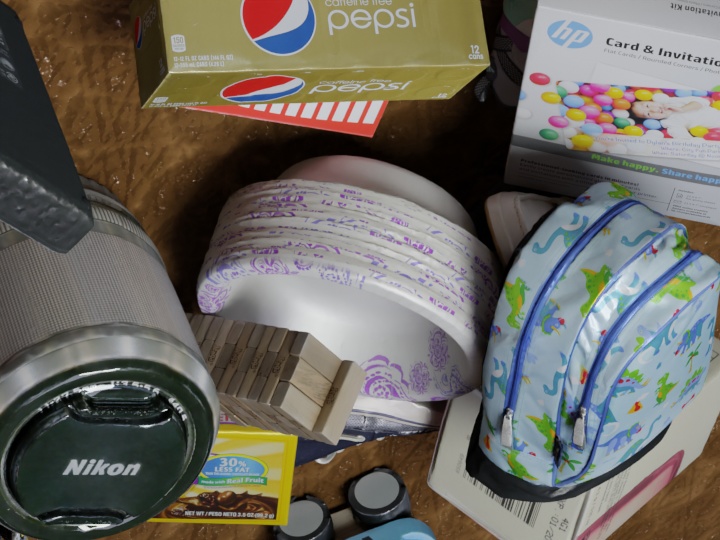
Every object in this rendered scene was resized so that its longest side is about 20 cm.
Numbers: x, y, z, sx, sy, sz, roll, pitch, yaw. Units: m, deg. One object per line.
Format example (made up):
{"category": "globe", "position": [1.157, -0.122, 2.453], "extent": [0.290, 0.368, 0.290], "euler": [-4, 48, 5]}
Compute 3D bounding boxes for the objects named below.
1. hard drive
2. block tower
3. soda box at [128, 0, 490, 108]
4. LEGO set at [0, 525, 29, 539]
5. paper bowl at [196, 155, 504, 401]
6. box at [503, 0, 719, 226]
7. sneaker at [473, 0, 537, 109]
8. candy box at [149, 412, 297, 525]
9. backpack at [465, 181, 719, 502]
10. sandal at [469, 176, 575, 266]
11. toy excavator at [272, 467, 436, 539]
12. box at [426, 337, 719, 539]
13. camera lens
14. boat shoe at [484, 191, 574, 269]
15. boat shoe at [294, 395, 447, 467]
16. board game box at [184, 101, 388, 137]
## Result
{"category": "hard drive", "position": [-0.221, -0.108, 1.050], "extent": [0.033, 0.201, 0.139], "euler": [-43, 133, 14]}
{"category": "block tower", "position": [-0.092, 0.066, 1.280], "extent": [0.058, 0.199, 0.054], "euler": [42, 65, -43]}
{"category": "soda box", "position": [-0.029, -0.136, 1.130], "extent": [0.198, 0.065, 0.068], "euler": [-5, 169, -22]}
{"category": "LEGO set", "position": [-0.278, 0.138, 1.254], "extent": [0.115, 0.200, 0.155], "euler": [-19, 119, -32]}
{"category": "paper bowl", "position": [0.000, 0.000, 1.277], "extent": [0.199, 0.105, 0.201], "euler": [14, 155, 7]}
{"category": "box", "position": [0.175, -0.105, 1.198], "extent": [0.155, 0.041, 0.200], "euler": [12, 151, 3]}
{"category": "sneaker", "position": [0.166, -0.135, 1.308], "extent": [0.198, 0.078, 0.140], "euler": [5, 131, -24]}
{"category": "candy box", "position": [-0.146, 0.138, 1.379], "extent": [0.198, 0.027, 0.103], "euler": [2, 131, -6]}
{"category": "backpack", "position": [0.148, 0.041, 1.203], "extent": [0.163, 0.153, 0.201], "euler": [-29, 130, -29]}
{"category": "sandal", "position": [0.092, -0.008, 1.385], "extent": [0.200, 0.043, 0.076], "euler": [-45, 150, 19]}
{"category": "toy excavator", "position": [-0.015, 0.273, 1.475], "extent": [0.193, 0.200, 0.100], "euler": [-20, 134, -9]}
{"category": "box", "position": [0.162, 0.108, 1.414], "extent": [0.199, 0.127, 0.110], "euler": [-31, 145, -42]}
{"category": "camera lens", "position": [-0.183, 0.054, 1.207], "extent": [0.159, 0.201, 0.161], "euler": [-13, 133, -14]}
{"category": "boat shoe", "position": [0.146, -0.020, 1.298], "extent": [0.069, 0.071, 0.200], "euler": [-20, 163, 24]}
{"category": "boat shoe", "position": [-0.008, 0.102, 1.431], "extent": [0.199, 0.075, 0.093], "euler": [10, 132, -25]}
{"category": "board game box", "position": [-0.027, -0.184, 1.185], "extent": [0.150, 0.046, 0.201], "euler": [6, 125, -29]}
